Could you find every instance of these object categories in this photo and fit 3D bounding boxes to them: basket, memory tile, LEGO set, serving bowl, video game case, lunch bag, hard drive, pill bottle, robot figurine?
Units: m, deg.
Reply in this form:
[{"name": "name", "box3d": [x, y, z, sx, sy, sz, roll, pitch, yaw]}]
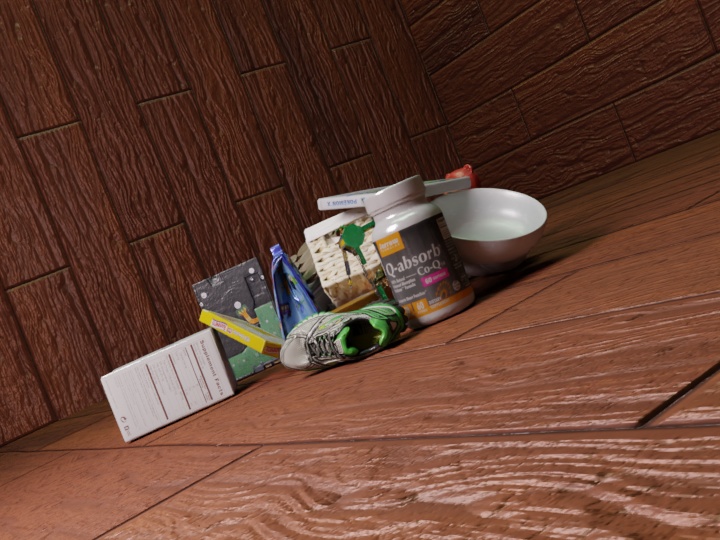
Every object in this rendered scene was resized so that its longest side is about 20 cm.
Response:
[{"name": "basket", "box3d": [0.000, 0.000, 1.559, 0.133, 0.126, 0.201, -22, -33, 9]}, {"name": "memory tile", "box3d": [-0.098, -0.020, 1.733, 0.153, 0.017, 0.201, -45, 19, 9]}, {"name": "LEGO set", "box3d": [0.047, -0.004, 1.398, 0.153, 0.202, 0.116, -36, -2, -15]}, {"name": "serving bowl", "box3d": [0.195, -0.062, 1.383, 0.195, 0.067, 0.201, -2, 28, 1]}, {"name": "video game case", "box3d": [0.056, -0.129, 1.464, 0.197, 0.023, 0.180, -14, 9, -39]}, {"name": "lunch bag", "box3d": [-0.119, 0.052, 1.556, 0.092, 0.204, 0.151, -22, 2, 0]}, {"name": "hard drive", "box3d": [-0.224, 0.095, 1.677, 0.137, 0.204, 0.038, -23, 0, -4]}, {"name": "pill bottle", "box3d": [0.083, -0.027, 1.279, 0.114, 0.204, 0.116, -23, 1, 1]}, {"name": "robot figurine", "box3d": [0.228, -0.052, 1.538, 0.167, 0.115, 0.199, -26, 3, -19]}]

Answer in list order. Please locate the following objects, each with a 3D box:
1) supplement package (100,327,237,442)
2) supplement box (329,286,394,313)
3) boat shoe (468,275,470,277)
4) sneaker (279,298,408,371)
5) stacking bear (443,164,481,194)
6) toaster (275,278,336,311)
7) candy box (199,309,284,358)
[{"name": "supplement package", "box3d": [-0.320, 0.189, 1.482, 0.196, 0.120, 0.117, -23, 1, -6]}, {"name": "supplement box", "box3d": [-0.014, 0.086, 1.415, 0.068, 0.068, 0.198, -21, 2, 41]}, {"name": "boat shoe", "box3d": [0.159, 0.005, 1.640, 0.071, 0.061, 0.200, -23, 2, 22]}, {"name": "sneaker", "box3d": [-0.034, 0.094, 1.229, 0.197, 0.080, 0.085, -22, 2, 22]}, {"name": "stacking bear", "box3d": [0.227, -0.106, 1.738, 0.112, 0.204, 0.121, -23, 2, -36]}, {"name": "toaster", "box3d": [-0.102, 0.080, 1.747, 0.198, 0.115, 0.129, -20, 17, 42]}, {"name": "candy box", "box3d": [-0.180, 0.111, 1.463, 0.101, 0.027, 0.198, 18, 1, -42]}]
